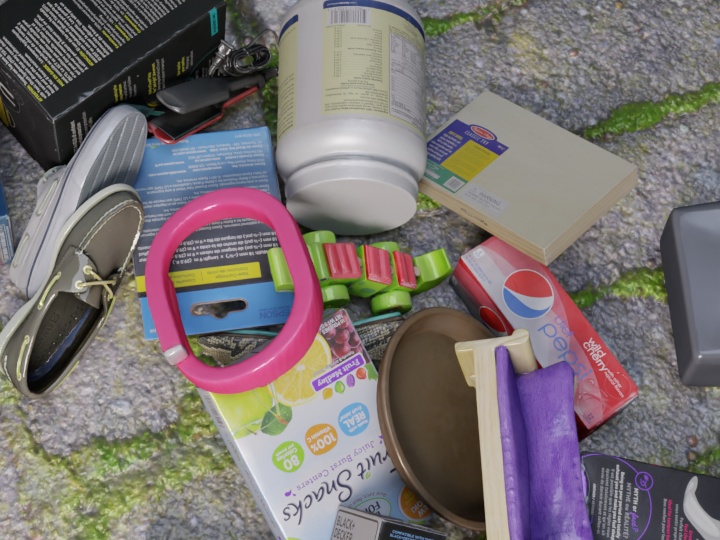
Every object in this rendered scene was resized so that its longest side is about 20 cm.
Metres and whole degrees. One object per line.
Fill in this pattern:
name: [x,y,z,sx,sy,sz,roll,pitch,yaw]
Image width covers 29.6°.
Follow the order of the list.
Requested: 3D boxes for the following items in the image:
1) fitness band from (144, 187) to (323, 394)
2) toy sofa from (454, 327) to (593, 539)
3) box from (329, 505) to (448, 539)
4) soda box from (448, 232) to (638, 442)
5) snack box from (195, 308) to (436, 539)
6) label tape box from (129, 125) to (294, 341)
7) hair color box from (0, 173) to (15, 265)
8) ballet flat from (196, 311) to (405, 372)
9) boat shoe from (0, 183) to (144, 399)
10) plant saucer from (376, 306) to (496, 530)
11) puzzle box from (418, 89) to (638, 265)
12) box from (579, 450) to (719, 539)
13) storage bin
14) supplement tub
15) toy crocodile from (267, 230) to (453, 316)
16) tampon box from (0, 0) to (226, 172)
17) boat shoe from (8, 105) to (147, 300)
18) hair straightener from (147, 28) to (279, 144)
fitness band: [-0.109,0.012,1.157,0.143,0.037,0.201,-25,51,4]
toy sofa: [0.136,0.155,1.126,0.097,0.083,0.201,-8,62,11]
box: [0.002,0.297,1.096,0.060,0.117,0.201,17,82,-17]
soda box: [0.170,0.060,1.276,0.070,0.063,0.200,-31,75,-19]
snack box: [-0.033,0.152,1.180,0.142,0.053,0.201,-28,96,-17]
label tape box: [-0.142,-0.026,1.265,0.143,0.063,0.201,-6,69,-10]
hair color box: [-0.365,-0.110,1.247,0.060,0.100,0.201,-12,70,-14]
ballet flat: [-0.047,0.082,1.238,0.198,0.068,0.076,-4,83,-13]
boat shoe: [-0.245,0.020,1.189,0.202,0.072,0.060,-56,43,4]
plant saucer: [0.084,0.131,1.204,0.199,0.029,0.201,22,56,-37]
puzzle box: [0.148,-0.094,1.308,0.133,0.026,0.200,-40,50,-20]
box: [0.266,0.245,1.190,0.198,0.106,0.123,12,66,-3]
storage bin: [0.365,0.019,1.290,0.133,0.146,0.201,-5,68,1]
supplement tub: [-0.008,-0.149,1.291,0.144,0.145,0.201,3,67,-7]
toy crocodile: [0.000,0.000,1.249,0.199,0.062,0.068,6,64,-39]
tampon box: [-0.241,-0.200,1.275,0.200,0.150,0.126,-39,77,-21]
boat shoe: [-0.263,-0.064,1.222,0.067,0.073,0.201,29,95,25]
hair straightener: [-0.121,-0.183,1.296,0.041,0.077,0.200,39,40,19]
